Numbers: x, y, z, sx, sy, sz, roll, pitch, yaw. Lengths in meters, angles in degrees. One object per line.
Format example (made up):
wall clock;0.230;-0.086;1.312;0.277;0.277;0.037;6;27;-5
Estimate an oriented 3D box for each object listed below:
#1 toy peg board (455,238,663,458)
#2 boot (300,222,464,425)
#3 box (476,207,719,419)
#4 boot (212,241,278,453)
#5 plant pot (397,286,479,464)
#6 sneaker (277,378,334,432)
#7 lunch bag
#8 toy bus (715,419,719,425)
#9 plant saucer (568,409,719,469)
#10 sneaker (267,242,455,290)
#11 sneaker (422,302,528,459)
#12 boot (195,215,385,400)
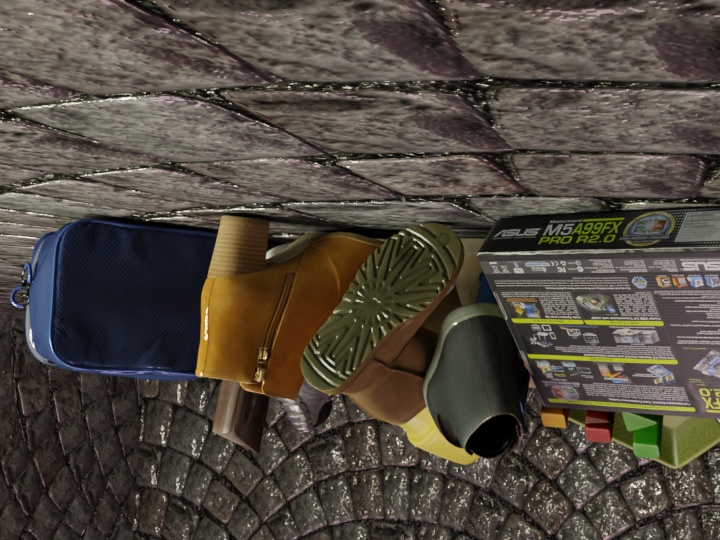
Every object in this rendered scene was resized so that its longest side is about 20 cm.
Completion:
toy peg board;0.182;0.075;0.980;0.197;0.099;0.201;1;141;21
boot;0.044;0.051;0.974;0.066;0.175;0.200;50;-172;25
box;0.200;0.033;0.809;0.198;0.044;0.161;-1;130;39
boot;-0.102;0.080;1.142;0.063;0.203;0.186;3;174;11
plant pot;0.060;0.083;1.212;0.187;0.203;0.201;20;171;-10
sneaker;-0.023;0.101;1.089;0.114;0.076;0.200;-9;155;8
lunch bag;-0.221;0.030;1.044;0.198;0.138;0.132;8;173;-24
toy bus;0.381;0.093;1.109;0.078;0.065;0.201;27;154;51
plant saucer;0.346;0.134;1.305;0.198;0.048;0.200;25;139;-11
sneaker;0.000;0.000;1.050;0.198;0.075;0.087;4;158;-31
sneaker;0.094;0.126;0.945;0.074;0.107;0.201;-6;144;0
boot;-0.044;0.038;0.958;0.199;0.146;0.071;7;178;-29
